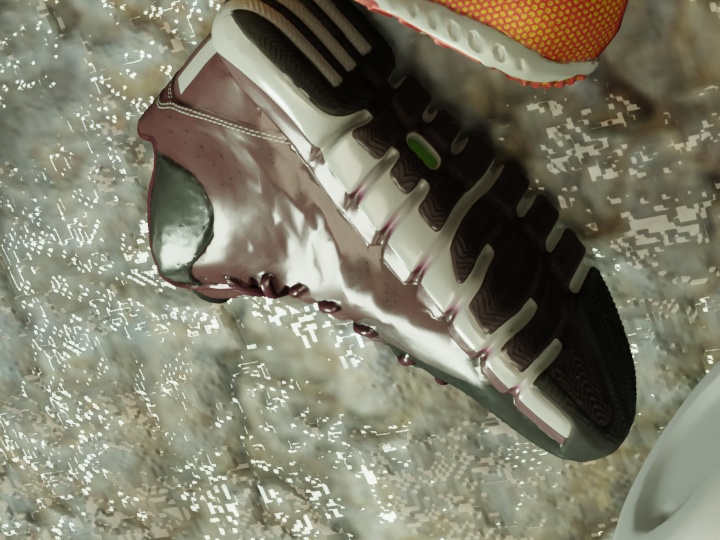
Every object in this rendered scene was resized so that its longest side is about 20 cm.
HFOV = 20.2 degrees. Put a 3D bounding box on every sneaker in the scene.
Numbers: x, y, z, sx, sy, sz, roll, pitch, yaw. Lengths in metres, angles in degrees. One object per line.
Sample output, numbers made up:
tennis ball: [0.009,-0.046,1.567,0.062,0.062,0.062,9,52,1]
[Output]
sneaker: [-0.007,-0.126,0.634,0.199,0.073,0.077,21,103,-1]
sneaker: [0.000,0.000,0.704,0.200,0.076,0.115,50,128,-3]

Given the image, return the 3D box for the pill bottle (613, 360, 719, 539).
pill bottle: [0.193,0.114,0.683,0.200,0.111,0.111,34,125,-5]
